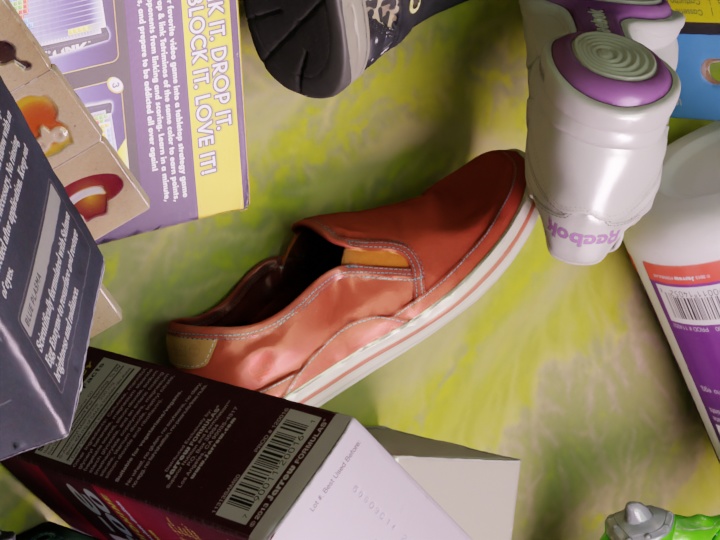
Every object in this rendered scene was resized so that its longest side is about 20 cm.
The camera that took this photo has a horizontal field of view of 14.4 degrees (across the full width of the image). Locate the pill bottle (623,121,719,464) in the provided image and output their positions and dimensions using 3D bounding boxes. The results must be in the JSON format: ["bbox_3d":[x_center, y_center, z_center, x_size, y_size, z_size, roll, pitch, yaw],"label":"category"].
[{"bbox_3d":[0.204,0.032,1.335,0.112,0.112,0.201,-39,117,-27],"label":"pill bottle"}]

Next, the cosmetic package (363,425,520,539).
[{"bbox_3d":[0.001,0.170,1.206,0.073,0.103,0.202,4,92,-36],"label":"cosmetic package"}]

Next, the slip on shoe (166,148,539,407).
[{"bbox_3d":[0.000,0.000,1.207,0.199,0.074,0.061,-34,112,-24],"label":"slip on shoe"}]

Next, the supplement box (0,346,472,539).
[{"bbox_3d":[-0.046,0.095,1.099,0.109,0.199,0.061,47,70,-31],"label":"supplement box"}]

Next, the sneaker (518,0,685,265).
[{"bbox_3d":[0.096,-0.067,1.226,0.074,0.200,0.100,11,112,4],"label":"sneaker"}]

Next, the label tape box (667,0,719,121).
[{"bbox_3d":[0.173,-0.170,1.267,0.063,0.144,0.201,-29,113,-33],"label":"label tape box"}]

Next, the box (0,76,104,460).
[{"bbox_3d":[-0.218,-0.019,0.940,0.195,0.118,0.201,-20,119,13],"label":"box"}]

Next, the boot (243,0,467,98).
[{"bbox_3d":[0.017,-0.188,1.176,0.153,0.073,0.205,-27,124,-42],"label":"boot"}]

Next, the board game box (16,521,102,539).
[{"bbox_3d":[-0.077,0.207,1.132,0.028,0.135,0.201,-23,109,-32],"label":"board game box"}]

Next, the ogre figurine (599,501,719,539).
[{"bbox_3d":[0.130,0.184,1.309,0.119,0.200,0.099,25,36,-26],"label":"ogre figurine"}]

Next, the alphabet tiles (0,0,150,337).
[{"bbox_3d":[-0.185,-0.013,1.028,0.199,0.008,0.168,-29,118,10],"label":"alphabet tiles"}]

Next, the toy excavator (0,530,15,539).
[{"bbox_3d":[-0.168,0.156,1.015,0.193,0.199,0.101,1,96,-37],"label":"toy excavator"}]

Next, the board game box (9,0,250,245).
[{"bbox_3d":[-0.130,-0.104,1.057,0.164,0.057,0.201,-15,118,-25],"label":"board game box"}]
